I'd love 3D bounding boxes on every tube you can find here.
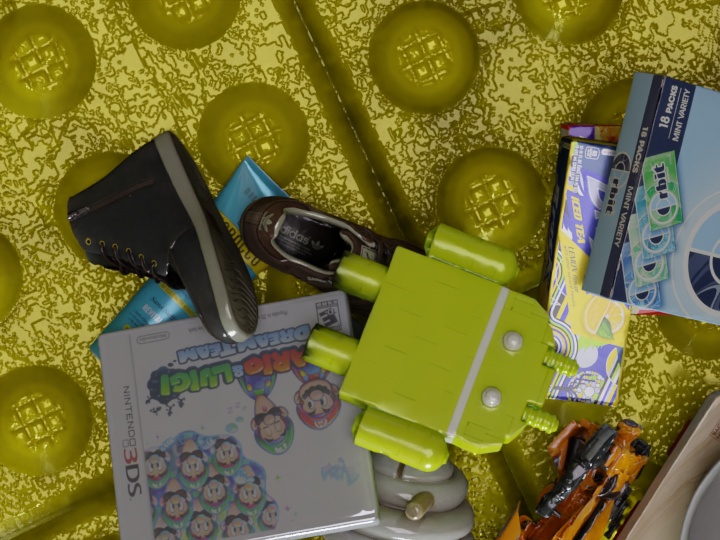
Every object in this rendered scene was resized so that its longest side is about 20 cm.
[{"bbox_3d":[-0.130,0.007,1.671,0.077,0.050,0.200,44,87,-8],"label":"tube"}]

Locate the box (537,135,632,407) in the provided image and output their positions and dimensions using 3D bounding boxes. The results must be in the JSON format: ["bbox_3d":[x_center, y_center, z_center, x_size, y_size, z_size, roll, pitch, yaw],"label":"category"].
[{"bbox_3d":[0.177,0.000,1.625,0.070,0.064,0.201,7,95,-3],"label":"box"}]

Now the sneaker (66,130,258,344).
[{"bbox_3d":[-0.153,-0.005,1.622,0.106,0.075,0.201,-31,53,8],"label":"sneaker"}]

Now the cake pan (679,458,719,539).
[{"bbox_3d":[0.341,0.214,1.641,0.199,0.037,0.202,-1,98,-7],"label":"cake pan"}]

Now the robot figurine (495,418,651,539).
[{"bbox_3d":[0.157,0.200,1.663,0.058,0.145,0.201,33,93,26],"label":"robot figurine"}]

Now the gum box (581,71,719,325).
[{"bbox_3d":[0.278,-0.045,1.597,0.199,0.044,0.171,12,94,-29],"label":"gum box"}]

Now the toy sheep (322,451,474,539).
[{"bbox_3d":[0.029,0.202,1.651,0.137,0.138,0.201,13,104,-4],"label":"toy sheep"}]

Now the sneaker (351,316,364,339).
[{"bbox_3d":[-0.059,0.122,1.666,0.079,0.078,0.200,36,100,-16],"label":"sneaker"}]

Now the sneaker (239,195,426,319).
[{"bbox_3d":[0.000,0.000,1.645,0.199,0.076,0.071,20,89,-15],"label":"sneaker"}]

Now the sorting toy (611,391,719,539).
[{"bbox_3d":[0.306,0.227,1.693,0.198,0.070,0.201,32,93,-10],"label":"sorting toy"}]

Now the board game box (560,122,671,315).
[{"bbox_3d":[0.260,-0.041,1.679,0.199,0.046,0.153,0,96,-2],"label":"board game box"}]

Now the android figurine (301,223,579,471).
[{"bbox_3d":[0.063,0.061,1.572,0.199,0.041,0.183,22,77,6],"label":"android figurine"}]

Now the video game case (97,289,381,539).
[{"bbox_3d":[-0.094,0.120,1.600,0.199,0.024,0.183,-10,73,5],"label":"video game case"}]
